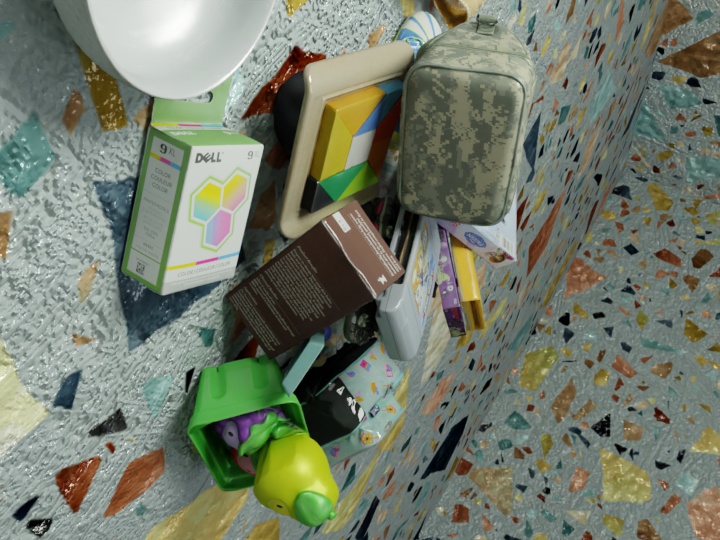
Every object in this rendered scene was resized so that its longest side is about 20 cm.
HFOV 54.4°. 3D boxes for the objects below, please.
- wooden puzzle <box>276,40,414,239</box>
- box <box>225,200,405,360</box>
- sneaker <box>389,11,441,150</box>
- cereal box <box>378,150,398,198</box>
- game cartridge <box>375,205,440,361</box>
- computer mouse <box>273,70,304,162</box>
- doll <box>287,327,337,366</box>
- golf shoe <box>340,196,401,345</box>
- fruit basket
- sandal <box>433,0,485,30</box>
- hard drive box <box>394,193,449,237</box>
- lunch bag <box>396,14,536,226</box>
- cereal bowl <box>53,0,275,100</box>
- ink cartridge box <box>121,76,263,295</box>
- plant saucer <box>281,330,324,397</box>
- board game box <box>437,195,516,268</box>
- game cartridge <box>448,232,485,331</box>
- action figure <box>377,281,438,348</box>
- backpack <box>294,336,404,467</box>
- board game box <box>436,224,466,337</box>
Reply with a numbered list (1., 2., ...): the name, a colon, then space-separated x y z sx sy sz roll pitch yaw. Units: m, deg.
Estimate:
1. wooden puzzle: -0.010 -0.144 0.785 0.185 0.037 0.200 -32 145 -44
2. box: -0.057 0.015 0.802 0.200 0.100 0.075 -32 -177 42
3. sneaker: 0.076 -0.255 0.893 0.105 0.076 0.200 140 -39 -75
4. cereal box: 0.004 -0.110 1.005 0.144 0.039 0.200 3 110 -64
5. game cartridge: 0.064 0.004 0.881 0.133 0.041 0.200 66 33 -49
6. computer mouse: -0.038 -0.146 0.830 0.139 0.053 0.200 -46 145 -17
7. doll: -0.074 0.063 0.998 0.200 0.048 0.137 83 30 -50
8. golf shoe: 0.000 0.000 0.894 0.077 0.088 0.200 50 48 -52
9. fruit basket: -0.116 0.231 0.867 0.155 0.216 0.216 -12 142 -5
10. sandal: 0.122 -0.364 0.957 0.212 0.078 0.070 -21 126 -48
11. hard drive box: 0.119 -0.138 1.177 0.200 0.077 0.156 -6 119 -63
12. lunch bag: 0.125 -0.171 0.807 0.168 0.139 0.200 -61 157 -48
13. cereal bowl: -0.146 -0.232 0.506 0.200 0.083 0.200 -47 151 -37
14. ink cartridge box: -0.154 -0.084 0.669 0.104 0.059 0.200 -18 130 -60
15. plant saucer: -0.069 0.104 0.864 0.070 0.019 0.200 -56 -178 -1
16. board game box: 0.158 -0.135 1.034 0.200 0.041 0.200 34 50 -33
17. game cartridge: 0.163 -0.021 1.103 0.176 0.032 0.200 57 25 -68
18. action figure: 0.021 0.010 0.961 0.200 0.134 0.149 -19 117 -41
19. backpack: -0.020 0.203 1.102 0.176 0.153 0.200 -39 -174 36
20. board game box: 0.122 -0.015 1.028 0.120 0.032 0.200 53 26 -62
